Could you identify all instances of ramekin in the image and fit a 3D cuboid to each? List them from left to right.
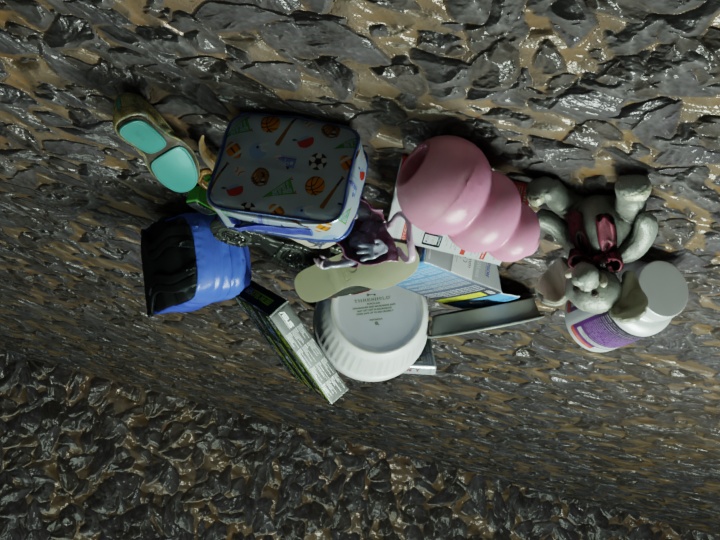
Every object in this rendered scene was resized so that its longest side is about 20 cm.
[{"bbox_3d":[0.022,0.076,1.796,0.201,0.204,0.094,14,160,-3],"label":"ramekin"}]

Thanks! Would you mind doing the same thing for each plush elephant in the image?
[{"bbox_3d":[0.302,-0.017,1.403,0.164,0.156,0.200,4,159,27],"label":"plush elephant"}]

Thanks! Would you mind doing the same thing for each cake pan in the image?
[{"bbox_3d":[0.206,0.078,1.809,0.199,0.037,0.200,-11,178,0],"label":"cake pan"}]

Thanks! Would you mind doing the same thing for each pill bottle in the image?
[{"bbox_3d":[0.395,0.050,1.604,0.111,0.112,0.200,18,161,-12],"label":"pill bottle"}]

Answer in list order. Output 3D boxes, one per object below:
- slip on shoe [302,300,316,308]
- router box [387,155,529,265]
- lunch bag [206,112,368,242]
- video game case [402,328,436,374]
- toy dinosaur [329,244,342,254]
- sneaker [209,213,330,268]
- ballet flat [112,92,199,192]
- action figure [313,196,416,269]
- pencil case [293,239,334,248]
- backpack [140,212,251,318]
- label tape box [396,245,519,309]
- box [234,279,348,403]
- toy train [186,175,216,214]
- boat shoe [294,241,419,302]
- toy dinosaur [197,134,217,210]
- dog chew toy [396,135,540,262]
[{"bbox_3d":[-0.007,0.042,1.913,0.199,0.077,0.061,11,168,-2],"label":"slip on shoe"},{"bbox_3d":[0.130,-0.080,1.512,0.178,0.049,0.200,13,161,0],"label":"router box"},{"bbox_3d":[-0.097,-0.116,1.392,0.199,0.161,0.076,8,160,14],"label":"lunch bag"},{"bbox_3d":[0.034,0.112,1.909,0.181,0.200,0.023,4,122,-6],"label":"video game case"},{"bbox_3d":[-0.040,-0.041,1.753,0.088,0.048,0.200,5,164,6],"label":"toy dinosaur"},{"bbox_3d":[-0.130,-0.068,1.661,0.199,0.091,0.076,24,148,-26],"label":"sneaker"},{"bbox_3d":[-0.280,-0.180,1.489,0.070,0.071,0.200,6,159,22],"label":"ballet flat"},{"bbox_3d":[0.005,-0.071,1.511,0.148,0.135,0.200,-2,-178,5],"label":"action figure"},{"bbox_3d":[-0.105,-0.091,1.564,0.078,0.090,0.200,-41,144,23],"label":"pencil case"},{"bbox_3d":[-0.264,-0.021,1.798,0.167,0.164,0.200,-10,175,-32],"label":"backpack"},{"bbox_3d":[0.136,-0.001,1.714,0.199,0.067,0.143,19,161,-32],"label":"label tape box"},{"bbox_3d":[-0.123,0.116,1.836,0.200,0.047,0.193,57,163,-24],"label":"box"},{"bbox_3d":[-0.189,-0.088,1.700,0.042,0.057,0.200,-7,152,46],"label":"toy train"},{"bbox_3d":[-0.001,-0.003,1.634,0.200,0.074,0.063,-16,-176,22],"label":"boat shoe"},{"bbox_3d":[-0.196,-0.145,1.570,0.106,0.061,0.200,-34,142,26],"label":"toy dinosaur"},{"bbox_3d":[0.143,-0.081,1.355,0.199,0.125,0.124,32,156,-20],"label":"dog chew toy"}]
